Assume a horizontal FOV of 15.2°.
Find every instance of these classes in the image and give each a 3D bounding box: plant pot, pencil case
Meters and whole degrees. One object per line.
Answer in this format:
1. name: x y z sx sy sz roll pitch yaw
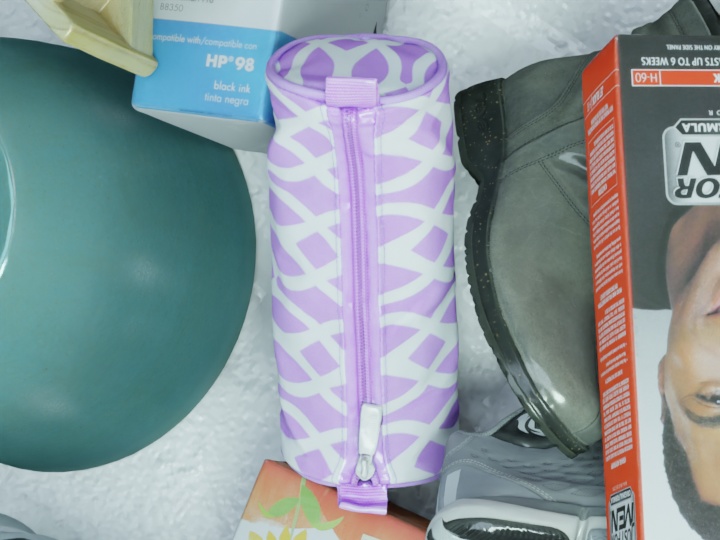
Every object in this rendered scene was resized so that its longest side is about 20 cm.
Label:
1. plant pot: -0.169 -0.015 1.206 0.200 0.161 0.201 -3 81 21
2. pencil case: 0.000 0.000 1.137 0.084 0.086 0.200 2 113 12

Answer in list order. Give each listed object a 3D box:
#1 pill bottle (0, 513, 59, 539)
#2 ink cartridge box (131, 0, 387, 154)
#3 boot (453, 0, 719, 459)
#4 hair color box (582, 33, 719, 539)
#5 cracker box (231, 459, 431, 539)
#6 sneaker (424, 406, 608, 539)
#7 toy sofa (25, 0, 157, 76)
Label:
1. pill bottle: -0.139 0.180 1.151 0.116 0.116 0.200 -63 30 4
2. ink cartridge box: -0.033 -0.156 1.194 0.067 0.116 0.200 7 86 23
3. boot: 0.112 -0.029 1.114 0.130 0.068 0.200 -23 49 20
4. hair color box: 0.144 0.012 1.045 0.101 0.061 0.200 -1 80 -9
5. cracker box: -0.014 0.199 1.171 0.134 0.058 0.200 23 91 24
6. sneaker: 0.126 0.098 1.121 0.200 0.116 0.075 13 125 -7
7. toy sofa: -0.073 -0.186 1.107 0.200 0.083 0.098 -47 71 9
